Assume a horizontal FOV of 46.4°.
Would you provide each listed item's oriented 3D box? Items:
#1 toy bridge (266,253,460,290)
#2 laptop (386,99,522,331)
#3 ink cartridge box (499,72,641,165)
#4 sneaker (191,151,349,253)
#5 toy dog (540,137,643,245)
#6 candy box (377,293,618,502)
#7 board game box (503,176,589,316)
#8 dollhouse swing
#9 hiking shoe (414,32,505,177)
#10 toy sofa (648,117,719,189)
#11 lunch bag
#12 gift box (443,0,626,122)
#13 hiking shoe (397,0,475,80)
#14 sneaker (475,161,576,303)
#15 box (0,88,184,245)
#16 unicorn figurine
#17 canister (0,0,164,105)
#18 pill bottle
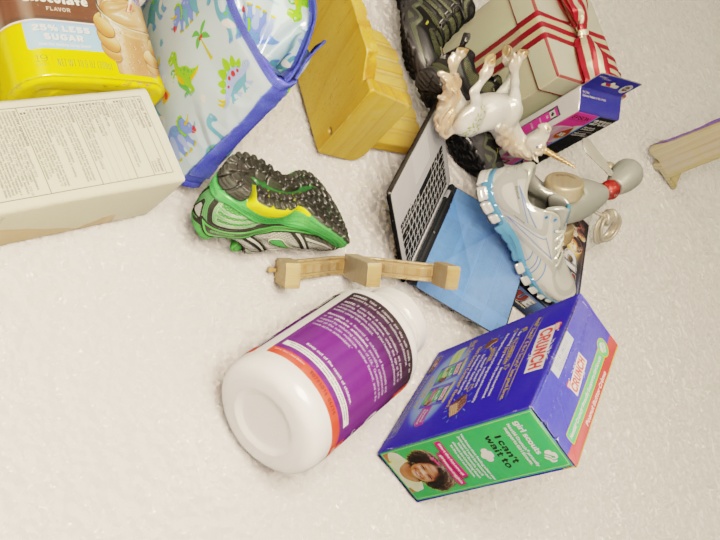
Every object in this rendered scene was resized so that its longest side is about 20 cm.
[{"bbox_3d":[0.000,0.000,0.865,0.200,0.067,0.027,1,100,-24],"label":"toy bridge"},{"bbox_3d":[0.124,-0.063,0.974,0.187,0.116,0.200,-63,151,-42],"label":"laptop"},{"bbox_3d":[0.271,-0.196,1.123,0.095,0.200,0.037,0,68,-41],"label":"ink cartridge box"},{"bbox_3d":[-0.085,-0.054,0.821,0.200,0.085,0.078,17,43,-53],"label":"sneaker"},{"bbox_3d":[0.282,-0.108,1.117,0.096,0.132,0.200,37,26,34],"label":"toy dog"},{"bbox_3d":[0.136,0.128,0.827,0.077,0.200,0.169,49,45,-11],"label":"candy box"},{"bbox_3d":[0.242,-0.024,1.125,0.135,0.035,0.200,38,48,-22],"label":"board game box"},{"bbox_3d":[0.022,-0.247,0.960,0.176,0.182,0.200,-5,71,-31],"label":"dollhouse swing"},{"bbox_3d":[0.153,-0.195,1.056,0.101,0.076,0.200,-45,130,-11],"label":"hiking shoe"},{"bbox_3d":[0.607,-0.229,1.449,0.098,0.200,0.083,49,45,-19],"label":"toy sofa"},{"bbox_3d":[-0.123,-0.198,0.777,0.127,0.170,0.200,16,52,-35],"label":"lunch bag"},{"bbox_3d":[0.251,-0.293,1.167,0.200,0.187,0.185,-5,72,-43],"label":"gift box"},{"bbox_3d":[0.101,-0.330,1.092,0.101,0.076,0.200,-5,65,2],"label":"hiking shoe"},{"bbox_3d":[0.220,-0.044,1.004,0.200,0.087,0.075,54,40,-22],"label":"sneaker"},{"bbox_3d":[-0.253,-0.081,0.671,0.200,0.078,0.095,-17,81,-46],"label":"box"},{"bbox_3d":[0.163,-0.192,0.991,0.200,0.137,0.074,-6,26,-22],"label":"unicorn figurine"},{"bbox_3d":[-0.264,-0.237,0.740,0.148,0.087,0.200,-8,75,-44],"label":"canister"},{"bbox_3d":[-0.023,0.089,0.766,0.200,0.112,0.112,-32,92,-46],"label":"pill bottle"}]
